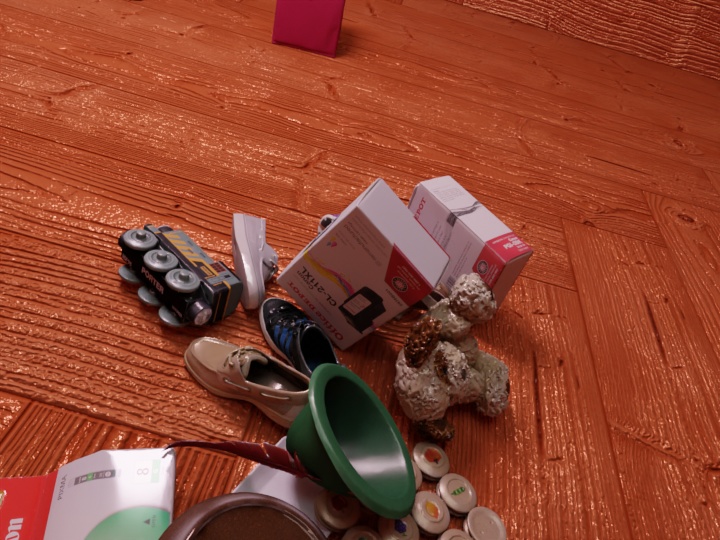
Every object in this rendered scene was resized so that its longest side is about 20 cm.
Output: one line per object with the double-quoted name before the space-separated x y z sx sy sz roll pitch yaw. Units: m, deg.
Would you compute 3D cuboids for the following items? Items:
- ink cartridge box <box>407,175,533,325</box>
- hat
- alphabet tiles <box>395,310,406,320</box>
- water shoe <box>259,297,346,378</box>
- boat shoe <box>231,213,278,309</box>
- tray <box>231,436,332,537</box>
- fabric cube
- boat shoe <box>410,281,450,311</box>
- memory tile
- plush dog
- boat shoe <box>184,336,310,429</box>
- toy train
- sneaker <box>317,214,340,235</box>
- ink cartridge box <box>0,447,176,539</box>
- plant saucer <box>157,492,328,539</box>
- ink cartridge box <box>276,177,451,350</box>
"ink cartridge box" 0.160 -0.035 0.937 0.082 0.148 0.200 -19 55 -37
"hat" -0.063 0.214 0.632 0.202 0.175 0.165 55 18 10
"alphabet tiles" 0.024 0.005 0.963 0.165 0.008 0.200 30 41 15
"water shoe" -0.073 0.091 0.771 0.070 0.080 0.201 -15 49 -33
"boat shoe" -0.160 -0.018 0.885 0.067 0.073 0.201 0 33 -18
"tray" -0.095 0.267 0.584 0.107 0.022 0.200 37 36 11
"fabric cube" -0.141 -0.767 1.653 0.192 0.202 0.202 11 39 -7
"boat shoe" 0.039 0.030 0.883 0.196 0.077 0.072 15 42 13
"memory tile" 0.059 0.276 0.632 0.197 0.017 0.154 -10 47 -39
"plush dog" 0.098 0.121 0.752 0.157 0.204 0.171 -4 18 30
"boat shoe" -0.138 0.124 0.712 0.197 0.066 0.072 24 41 23
"toy train" -0.259 0.003 0.816 0.199 0.087 0.113 37 31 26
"sneaker" 0.022 -0.046 0.958 0.198 0.082 0.083 34 37 22
"ink cartridge box" -0.279 0.253 0.539 0.195 0.051 0.163 4 41 -18
"plant saucer" -0.093 0.284 0.510 0.197 0.032 0.202 21 32 -14
"ink cartridge box" 0.000 0.000 0.778 0.146 0.199 0.083 46 41 -7
